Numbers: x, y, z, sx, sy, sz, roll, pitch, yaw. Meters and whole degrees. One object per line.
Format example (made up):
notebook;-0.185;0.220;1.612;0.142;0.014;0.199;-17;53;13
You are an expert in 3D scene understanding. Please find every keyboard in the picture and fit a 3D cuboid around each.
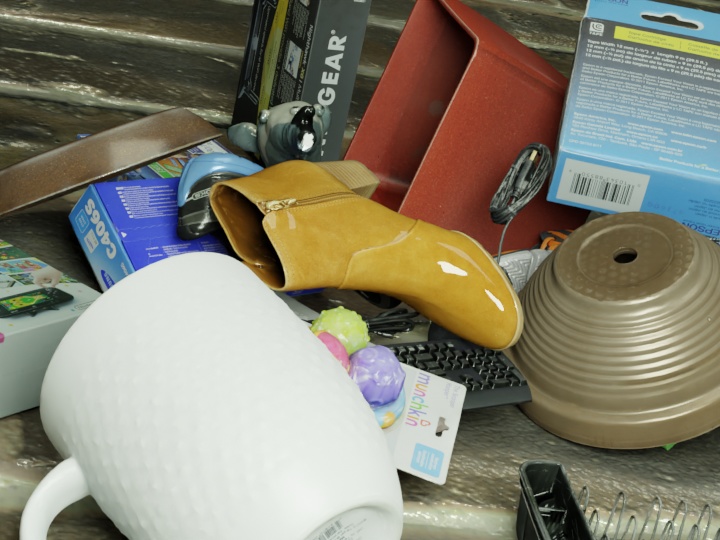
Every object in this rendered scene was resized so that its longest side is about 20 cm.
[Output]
keyboard;0.012;0.059;1.133;0.199;0.021;0.127;-2;29;-36

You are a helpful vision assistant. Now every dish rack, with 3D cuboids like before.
dish rack;0.191;0.179;0.979;0.199;0.055;0.154;10;22;-10

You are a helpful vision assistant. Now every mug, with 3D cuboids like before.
mug;-0.084;0.112;0.891;0.200;0.148;0.175;-32;52;-20

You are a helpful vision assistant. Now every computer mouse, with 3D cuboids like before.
computer mouse;0.095;-0.013;1.261;0.034;0.201;0.058;36;-27;-30

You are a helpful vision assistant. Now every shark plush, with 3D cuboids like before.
shark plush;-0.042;-0.098;1.400;0.090;0.084;0.200;-13;-1;-19

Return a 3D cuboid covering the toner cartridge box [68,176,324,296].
toner cartridge box;-0.110;-0.022;1.265;0.199;0.043;0.095;-7;60;-43

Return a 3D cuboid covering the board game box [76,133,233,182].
board game box;-0.136;-0.062;1.415;0.135;0.035;0.200;-2;27;-36

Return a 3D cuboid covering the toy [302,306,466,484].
toy;-0.028;0.051;1.053;0.199;0.047;0.115;20;30;1

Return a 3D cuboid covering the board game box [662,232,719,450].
board game box;0.249;0.035;1.270;0.200;0.029;0.134;-37;43;-19

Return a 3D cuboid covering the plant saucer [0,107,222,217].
plant saucer;-0.202;-0.082;1.276;0.199;0.035;0.200;-20;4;1

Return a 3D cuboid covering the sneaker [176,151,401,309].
sneaker;-0.052;-0.014;1.233;0.199;0.083;0.071;26;-19;-30

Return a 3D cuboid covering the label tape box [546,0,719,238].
label tape box;0.234;-0.128;1.348;0.143;0.066;0.201;12;47;4

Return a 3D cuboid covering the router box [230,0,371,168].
router box;-0.057;-0.192;1.562;0.052;0.201;0.157;2;25;-25

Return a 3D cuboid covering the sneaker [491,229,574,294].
sneaker;0.149;0.010;1.375;0.199;0.078;0.112;6;14;-33

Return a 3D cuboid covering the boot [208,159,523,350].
boot;0.000;-0.001;1.137;0.201;0.071;0.144;42;36;23

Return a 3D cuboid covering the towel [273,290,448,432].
towel;-0.062;0.069;1.138;0.190;0.032;0.200;-10;30;-45

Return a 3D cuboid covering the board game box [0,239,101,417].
board game box;-0.279;0.023;1.078;0.199;0.065;0.147;25;24;30

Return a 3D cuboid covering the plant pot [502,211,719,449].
plant pot;0.192;0.023;1.203;0.200;0.093;0.201;-10;37;8

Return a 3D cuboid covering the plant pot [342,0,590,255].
plant pot;0.112;-0.106;1.490;0.176;0.201;0.200;20;18;-19
